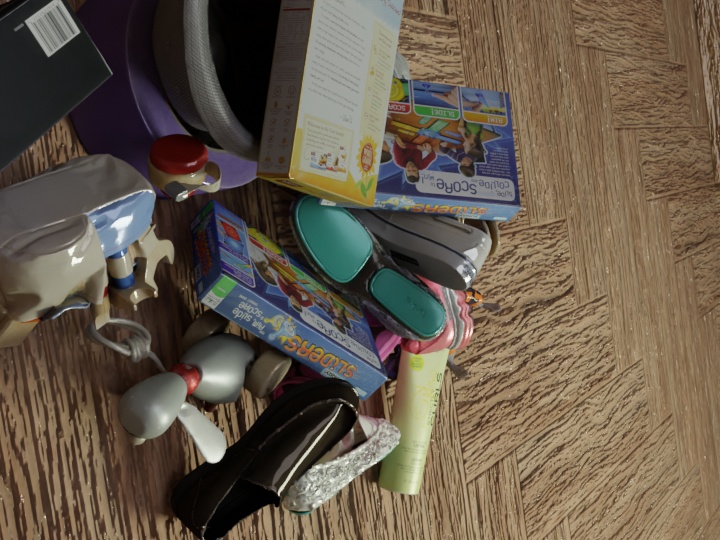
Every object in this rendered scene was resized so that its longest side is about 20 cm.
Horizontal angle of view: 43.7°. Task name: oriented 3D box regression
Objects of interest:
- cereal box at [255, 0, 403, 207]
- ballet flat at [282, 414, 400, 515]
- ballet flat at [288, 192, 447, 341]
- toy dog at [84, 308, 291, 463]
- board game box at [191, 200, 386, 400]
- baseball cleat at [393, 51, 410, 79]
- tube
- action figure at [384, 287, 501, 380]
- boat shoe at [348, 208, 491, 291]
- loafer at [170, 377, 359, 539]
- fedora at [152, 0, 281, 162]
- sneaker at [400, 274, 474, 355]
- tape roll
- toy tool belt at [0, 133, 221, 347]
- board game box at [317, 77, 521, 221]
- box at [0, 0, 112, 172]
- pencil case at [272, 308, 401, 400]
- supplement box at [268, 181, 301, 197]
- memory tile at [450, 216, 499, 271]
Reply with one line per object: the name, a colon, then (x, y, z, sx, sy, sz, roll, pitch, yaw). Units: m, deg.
cereal box: (-0.022, -0.163, 0.764, 0.144, 0.039, 0.200, 13, 84, -60)
ballet flat: (-0.019, 0.193, 0.980, 0.200, 0.072, 0.072, -28, 108, -55)
ballet flat: (0.000, 0.000, 0.914, 0.200, 0.072, 0.072, 42, 47, -10)
toy dog: (-0.151, 0.108, 0.789, 0.200, 0.132, 0.096, -2, 126, -51)
board game box: (-0.069, 0.028, 0.855, 0.200, 0.034, 0.135, 35, 18, -29)
baseball cleat: (0.054, -0.204, 1.143, 0.200, 0.070, 0.107, 57, 44, -35)
tube: (0.064, 0.167, 1.089, 0.058, 0.052, 0.200, 32, 70, -76)
action figure: (0.081, 0.059, 1.157, 0.200, 0.105, 0.193, -52, 125, -10)
boat shoe: (0.044, -0.048, 0.933, 0.070, 0.200, 0.071, -53, 146, -20)
loafer: (-0.076, 0.178, 0.810, 0.200, 0.071, 0.073, -40, 128, -1)
fedora: (-0.109, -0.191, 0.741, 0.177, 0.090, 0.200, -44, 132, -45)
sneaker: (0.057, -0.003, 0.977, 0.087, 0.074, 0.200, -16, 87, -22)
tape roll: (-0.162, -0.168, 0.816, 0.200, 0.085, 0.200, 9, 78, -54)
toy tool belt: (-0.206, -0.022, 0.705, 0.200, 0.125, 0.123, -31, 146, -36)
board game box: (0.056, -0.124, 0.894, 0.200, 0.034, 0.136, 5, 67, -15)
box: (-0.281, -0.095, 0.585, 0.200, 0.141, 0.079, -58, 133, -41)
pencil case: (-0.008, 0.096, 0.990, 0.200, 0.094, 0.091, -47, 138, -45)
supplement box: (-0.036, -0.136, 0.990, 0.200, 0.086, 0.111, 26, 65, -51)
memory tile: (0.088, -0.054, 1.007, 0.017, 0.200, 0.154, -15, 74, -22)
